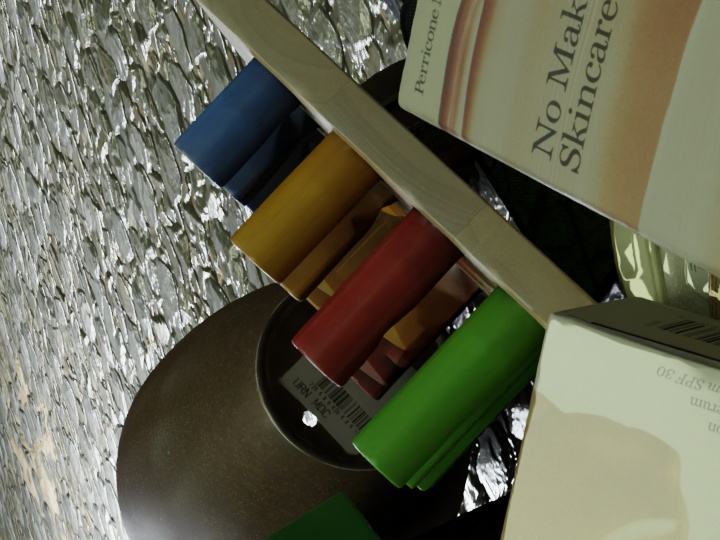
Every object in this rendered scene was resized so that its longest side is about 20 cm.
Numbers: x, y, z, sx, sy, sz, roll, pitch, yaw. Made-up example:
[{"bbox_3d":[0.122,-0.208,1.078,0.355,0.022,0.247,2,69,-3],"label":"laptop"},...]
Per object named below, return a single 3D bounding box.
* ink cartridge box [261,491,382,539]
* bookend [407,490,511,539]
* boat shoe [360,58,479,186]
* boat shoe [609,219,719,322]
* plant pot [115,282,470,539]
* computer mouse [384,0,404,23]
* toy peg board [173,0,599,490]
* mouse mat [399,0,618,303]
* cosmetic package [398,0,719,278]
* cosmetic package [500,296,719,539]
[{"bbox_3d":[0.005,0.221,0.835,0.200,0.083,0.147,52,149,18],"label":"ink cartridge box"},{"bbox_3d":[0.116,0.193,0.818,0.200,0.092,0.199,-25,87,64],"label":"bookend"},{"bbox_3d":[0.013,-0.027,0.962,0.068,0.072,0.200,54,164,15],"label":"boat shoe"},{"bbox_3d":[0.145,0.052,0.667,0.066,0.074,0.200,-18,90,40],"label":"boat shoe"},{"bbox_3d":[-0.020,0.078,0.940,0.200,0.187,0.187,120,131,-68],"label":"plant pot"},{"bbox_3d":[0.056,-0.089,0.866,0.200,0.034,0.059,57,-179,24],"label":"computer mouse"},{"bbox_3d":[0.000,0.000,0.770,0.199,0.098,0.200,43,179,10],"label":"toy peg board"},{"bbox_3d":[0.087,-0.096,0.733,0.161,0.008,0.200,59,144,21],"label":"mouse mat"},{"bbox_3d":[0.106,-0.067,0.597,0.200,0.087,0.104,32,116,53],"label":"cosmetic package"},{"bbox_3d":[0.098,0.118,0.623,0.105,0.071,0.200,16,102,30],"label":"cosmetic package"}]
